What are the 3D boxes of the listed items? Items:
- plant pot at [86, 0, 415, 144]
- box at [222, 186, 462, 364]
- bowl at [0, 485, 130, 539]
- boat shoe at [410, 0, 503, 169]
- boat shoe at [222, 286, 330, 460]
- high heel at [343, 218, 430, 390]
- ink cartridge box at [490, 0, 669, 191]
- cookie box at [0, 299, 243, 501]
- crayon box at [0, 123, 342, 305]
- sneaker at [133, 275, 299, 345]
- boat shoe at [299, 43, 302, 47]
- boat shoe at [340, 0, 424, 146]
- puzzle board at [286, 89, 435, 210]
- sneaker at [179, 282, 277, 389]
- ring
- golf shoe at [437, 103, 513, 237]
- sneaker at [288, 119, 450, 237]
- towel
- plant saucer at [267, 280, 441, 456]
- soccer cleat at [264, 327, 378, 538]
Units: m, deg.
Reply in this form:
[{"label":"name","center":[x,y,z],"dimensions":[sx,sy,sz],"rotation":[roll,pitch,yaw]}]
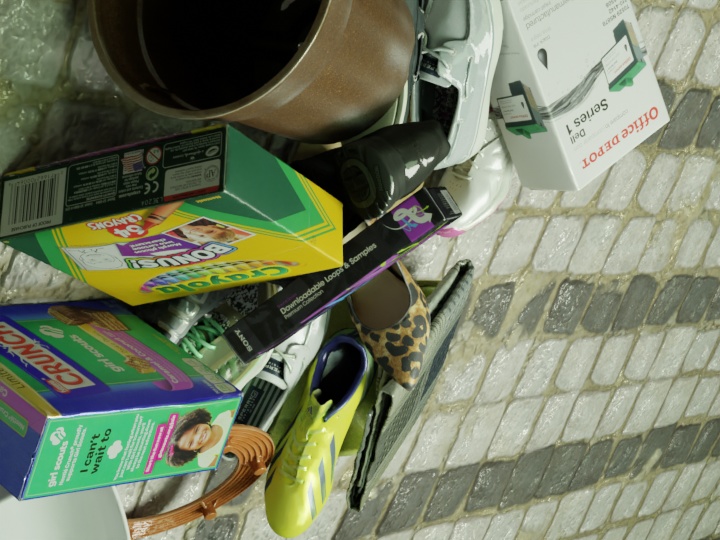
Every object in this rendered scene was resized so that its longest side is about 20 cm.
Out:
[{"label":"plant pot","center":[-0.065,-0.188,1.197],"dimensions":[0.201,0.200,0.198],"rotation":[-59,155,5]},{"label":"box","center":[-0.011,0.001,1.320],"dimensions":[0.199,0.036,0.143],"rotation":[-34,178,10]},{"label":"bowl","center":[-0.293,0.237,1.336],"dimensions":[0.199,0.075,0.201],"rotation":[-25,136,-23]},{"label":"boat shoe","center":[0.079,-0.182,1.454],"dimensions":[0.071,0.070,0.202],"rotation":[-32,133,-45]},{"label":"boat shoe","center":[-0.077,0.084,1.468],"dimensions":[0.067,0.073,0.201],"rotation":[-90,-161,-73]},{"label":"high heel","center":[0.000,0.000,1.415],"dimensions":[0.071,0.201,0.143],"rotation":[-21,154,15]},{"label":"ink cartridge box","center":[0.192,-0.194,1.526],"dimensions":[0.146,0.084,0.201],"rotation":[-36,114,-27]},{"label":"cookie box","center":[-0.221,0.093,1.238],"dimensions":[0.199,0.171,0.076],"rotation":[-3,118,-51]},{"label":"crayon box","center":[-0.139,-0.036,1.217],"dimensions":[0.172,0.198,0.059],"rotation":[34,52,-56]},{"label":"sneaker","center":[-0.108,0.013,1.371],"dimensions":[0.115,0.075,0.201],"rotation":[26,97,-36]},{"label":"boat shoe","center":[-0.011,-0.202,1.336],"dimensions":[0.062,0.073,0.201],"rotation":[20,109,-42]},{"label":"boat shoe","center":[0.024,-0.185,1.391],"dimensions":[0.066,0.074,0.201],"rotation":[-19,113,-52]},{"label":"puzzle board","center":[0.000,-0.101,1.491],"dimensions":[0.199,0.017,0.152],"rotation":[-2,120,-50]},{"label":"sneaker","center":[-0.141,0.076,1.418],"dimensions":[0.088,0.077,0.201],"rotation":[24,96,-47]},{"label":"ring","center":[-0.167,0.196,1.446],"dimensions":[0.199,0.019,0.201],"rotation":[-20,153,-10]},{"label":"golf shoe","center":[0.120,-0.126,1.584],"dimensions":[0.201,0.075,0.092],"rotation":[-55,135,-12]},{"label":"sneaker","center":[0.009,-0.075,1.300],"dimensions":[0.090,0.200,0.076],"rotation":[-29,99,-23]},{"label":"towel","center":[0.042,0.110,1.568],"dimensions":[0.200,0.034,0.193],"rotation":[-55,166,-43]},{"label":"plant saucer","center":[-0.017,0.088,1.599],"dimensions":[0.199,0.048,0.201],"rotation":[2,116,-51]},{"label":"soccer cleat","center":[-0.042,0.145,1.478],"dimensions":[0.084,0.064,0.202],"rotation":[44,69,-76]}]
